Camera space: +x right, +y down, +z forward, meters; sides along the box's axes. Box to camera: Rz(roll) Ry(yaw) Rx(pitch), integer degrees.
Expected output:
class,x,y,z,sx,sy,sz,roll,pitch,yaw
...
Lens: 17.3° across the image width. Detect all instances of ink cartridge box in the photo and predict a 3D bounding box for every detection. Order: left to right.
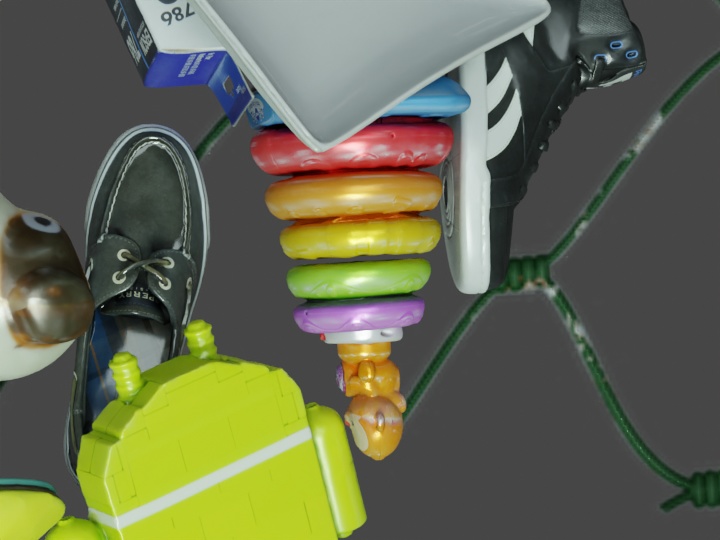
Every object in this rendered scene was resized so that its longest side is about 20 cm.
class,x,y,z,sx,sy,sz,roll,pitch,yaw
ink cartridge box,-0.119,-0.165,1.243,0.039,0.099,0.201,-26,88,-11

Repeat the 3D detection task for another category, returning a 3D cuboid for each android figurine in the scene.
class,x,y,z,sx,sy,sz,roll,pitch,yaw
android figurine,-0.077,0.127,1.215,0.182,0.041,0.201,-25,108,-30

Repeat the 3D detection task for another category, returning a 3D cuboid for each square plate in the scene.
class,x,y,z,sx,sy,sz,roll,pitch,yaw
square plate,-0.025,-0.167,1.210,0.198,0.028,0.200,50,48,8

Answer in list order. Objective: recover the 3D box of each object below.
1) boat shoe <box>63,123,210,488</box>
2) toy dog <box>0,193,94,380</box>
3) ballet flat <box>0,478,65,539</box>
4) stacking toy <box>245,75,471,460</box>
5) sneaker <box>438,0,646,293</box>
class,x,y,z,sx,sy,sz,roll,pitch,yaw
boat shoe,-0.117,0.020,1.246,0.068,0.057,0.201,8,83,-8
toy dog,-0.228,0.040,1.187,0.200,0.140,0.194,-37,99,-11
ballet flat,-0.238,0.141,1.124,0.199,0.067,0.067,-1,60,-17
stacking toy,0.000,0.000,1.247,0.109,0.116,0.201,-3,91,-12
sneaker,0.102,-0.087,1.285,0.111,0.073,0.201,1,83,-8
